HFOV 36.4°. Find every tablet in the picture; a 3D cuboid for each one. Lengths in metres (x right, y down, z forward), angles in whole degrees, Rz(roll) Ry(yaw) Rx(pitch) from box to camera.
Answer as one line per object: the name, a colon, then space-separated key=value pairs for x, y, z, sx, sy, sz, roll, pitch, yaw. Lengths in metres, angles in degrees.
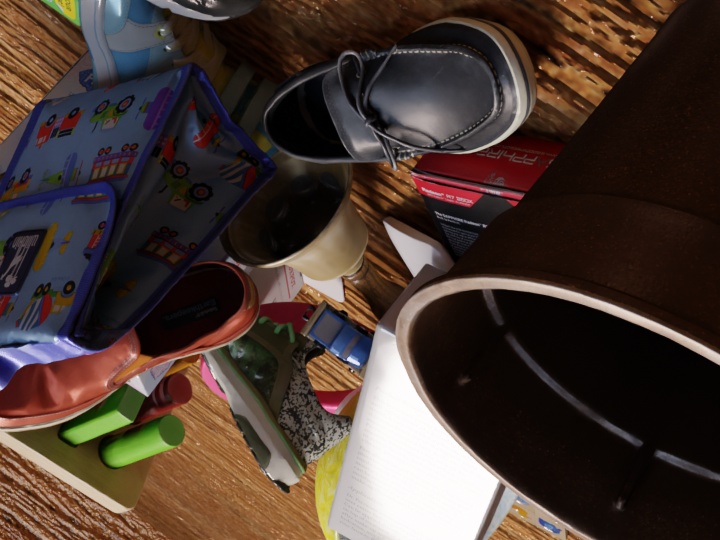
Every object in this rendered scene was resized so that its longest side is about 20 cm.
tablet: x=0.083 y=0.053 z=0.752 sx=0.200 sy=0.014 sz=0.130 roll=56 pitch=175 yaw=-16

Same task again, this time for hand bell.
hand bell: x=0.000 y=0.000 z=0.781 sx=0.104 sy=0.104 sz=0.200 roll=13 pitch=159 yaw=41

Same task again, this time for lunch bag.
lunch bag: x=-0.166 y=-0.013 z=0.648 sx=0.150 sy=0.200 sz=0.094 roll=-4 pitch=137 yaw=38

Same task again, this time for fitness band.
fitness band: x=-0.046 y=0.085 z=0.942 sx=0.143 sy=0.038 sz=0.200 roll=-24 pitch=143 yaw=33

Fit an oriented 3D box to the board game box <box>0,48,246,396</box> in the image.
board game box: x=-0.174 y=-0.043 z=0.788 sx=0.200 sy=0.200 sz=0.041 roll=30 pitch=157 yaw=15

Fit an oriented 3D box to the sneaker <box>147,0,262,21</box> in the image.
sneaker: x=-0.116 y=-0.213 z=0.562 sx=0.200 sy=0.074 sz=0.080 roll=47 pitch=152 yaw=-23

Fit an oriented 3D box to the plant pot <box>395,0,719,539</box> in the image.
plant pot: x=0.150 y=-0.001 z=0.443 sx=0.200 sy=0.198 sz=0.200 roll=29 pitch=154 yaw=16

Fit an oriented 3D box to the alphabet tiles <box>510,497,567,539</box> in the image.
alphabet tiles: x=0.135 y=0.194 z=1.042 sx=0.200 sy=0.008 sz=0.167 roll=23 pitch=152 yaw=25

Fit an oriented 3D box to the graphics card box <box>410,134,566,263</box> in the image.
graphics card box: x=0.122 y=0.004 z=0.666 sx=0.125 sy=0.051 sz=0.200 roll=15 pitch=148 yaw=39

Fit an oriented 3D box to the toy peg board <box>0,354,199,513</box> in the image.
toy peg board: x=-0.205 y=0.052 z=0.873 sx=0.098 sy=0.200 sz=0.200 roll=-23 pitch=127 yaw=39

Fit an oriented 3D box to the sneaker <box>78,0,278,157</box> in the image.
sneaker: x=-0.101 y=-0.136 z=0.690 sx=0.130 sy=0.080 sz=0.200 roll=21 pitch=148 yaw=6

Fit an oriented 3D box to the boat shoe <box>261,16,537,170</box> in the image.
boat shoe: x=0.015 y=-0.091 z=0.606 sx=0.200 sy=0.062 sz=0.075 roll=3 pitch=119 yaw=51

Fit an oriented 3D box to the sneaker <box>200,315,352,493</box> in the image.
sneaker: x=-0.071 y=0.063 z=0.828 sx=0.200 sy=0.088 sz=0.077 roll=61 pitch=171 yaw=12

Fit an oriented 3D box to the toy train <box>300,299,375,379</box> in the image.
toy train: x=0.038 y=0.086 z=0.774 sx=0.200 sy=0.034 sz=0.046 roll=35 pitch=-176 yaw=11

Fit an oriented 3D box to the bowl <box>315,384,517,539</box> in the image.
bowl: x=0.035 y=0.149 z=0.898 sx=0.108 sy=0.200 sz=0.200 roll=37 pitch=163 yaw=46

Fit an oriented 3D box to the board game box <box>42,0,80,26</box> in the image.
board game box: x=-0.224 y=-0.254 z=0.683 sx=0.134 sy=0.029 sz=0.200 roll=35 pitch=156 yaw=4

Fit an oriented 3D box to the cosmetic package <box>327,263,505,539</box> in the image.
cosmetic package: x=0.050 y=0.106 z=0.699 sx=0.101 sy=0.071 sz=0.200 roll=26 pitch=133 yaw=14

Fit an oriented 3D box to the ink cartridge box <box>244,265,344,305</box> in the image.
ink cartridge box: x=-0.116 y=-0.020 z=0.912 sx=0.200 sy=0.067 sz=0.116 roll=28 pitch=155 yaw=17

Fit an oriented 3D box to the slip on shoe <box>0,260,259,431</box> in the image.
slip on shoe: x=-0.156 y=0.041 z=0.683 sx=0.074 sy=0.200 sz=0.061 roll=66 pitch=163 yaw=12
